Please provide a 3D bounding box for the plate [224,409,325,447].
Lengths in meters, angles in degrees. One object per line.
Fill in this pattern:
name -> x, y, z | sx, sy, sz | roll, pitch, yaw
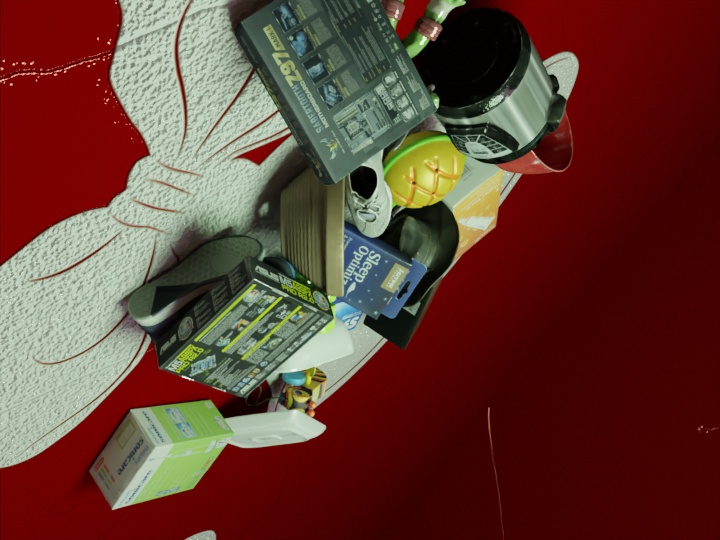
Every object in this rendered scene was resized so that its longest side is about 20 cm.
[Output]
plate -> -0.182, 0.310, 1.575 | 0.195, 0.033, 0.200 | -10, 158, 12

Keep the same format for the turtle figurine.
turtle figurine -> 0.043, -0.264, 1.011 | 0.197, 0.143, 0.199 | -62, 162, 20

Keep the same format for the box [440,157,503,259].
box -> 0.183, -0.129, 1.517 | 0.124, 0.098, 0.201 | -38, 156, -14

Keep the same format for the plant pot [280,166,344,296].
plant pot -> -0.066, -0.065, 1.169 | 0.090, 0.205, 0.202 | 0, 148, 0

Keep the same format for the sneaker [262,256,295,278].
sneaker -> -0.136, 0.021, 1.215 | 0.077, 0.067, 0.199 | -16, 171, -35

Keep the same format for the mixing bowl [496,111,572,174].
mixing bowl -> 0.264, -0.244, 1.392 | 0.107, 0.205, 0.198 | -22, 174, 40

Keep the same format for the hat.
hat -> 0.069, -0.044, 1.407 | 0.080, 0.202, 0.202 | 27, 109, -41

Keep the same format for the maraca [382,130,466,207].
maraca -> 0.080, -0.151, 1.313 | 0.197, 0.109, 0.137 | -28, 145, 8

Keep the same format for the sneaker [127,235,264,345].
sneaker -> -0.214, 0.045, 1.161 | 0.199, 0.077, 0.148 | -29, 142, -10

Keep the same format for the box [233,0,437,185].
box -> -0.026, -0.224, 0.922 | 0.157, 0.202, 0.051 | -36, -167, -16

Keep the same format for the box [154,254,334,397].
box -> -0.156, 0.082, 1.116 | 0.199, 0.045, 0.159 | -41, 136, 21

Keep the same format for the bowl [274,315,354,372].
bowl -> -0.128, 0.106, 1.320 | 0.198, 0.196, 0.077 | -11, 100, -55

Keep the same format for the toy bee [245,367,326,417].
toy bee -> -0.117, 0.251, 1.603 | 0.199, 0.107, 0.133 | -39, 139, -41

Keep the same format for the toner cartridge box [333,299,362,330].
toner cartridge box -> -0.067, 0.082, 1.516 | 0.198, 0.043, 0.096 | -15, 140, -49

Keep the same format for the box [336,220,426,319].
box -> 0.000, 0.000, 1.340 | 0.122, 0.197, 0.033 | -57, -165, 26

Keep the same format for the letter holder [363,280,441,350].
letter holder -> 0.100, 0.026, 1.583 | 0.143, 0.099, 0.202 | -51, 167, -41

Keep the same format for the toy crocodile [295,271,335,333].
toy crocodile -> -0.086, 0.040, 1.250 | 0.060, 0.200, 0.069 | -1, 113, -28

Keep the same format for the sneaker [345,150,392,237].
sneaker -> 0.003, -0.118, 1.231 | 0.203, 0.073, 0.083 | 79, 17, -46

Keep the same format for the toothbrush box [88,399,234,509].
toothbrush box -> -0.334, 0.308, 1.393 | 0.147, 0.086, 0.199 | -52, 156, 18

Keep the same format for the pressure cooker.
pressure cooker -> 0.195, -0.257, 1.198 | 0.177, 0.178, 0.199 | -35, 146, 12
